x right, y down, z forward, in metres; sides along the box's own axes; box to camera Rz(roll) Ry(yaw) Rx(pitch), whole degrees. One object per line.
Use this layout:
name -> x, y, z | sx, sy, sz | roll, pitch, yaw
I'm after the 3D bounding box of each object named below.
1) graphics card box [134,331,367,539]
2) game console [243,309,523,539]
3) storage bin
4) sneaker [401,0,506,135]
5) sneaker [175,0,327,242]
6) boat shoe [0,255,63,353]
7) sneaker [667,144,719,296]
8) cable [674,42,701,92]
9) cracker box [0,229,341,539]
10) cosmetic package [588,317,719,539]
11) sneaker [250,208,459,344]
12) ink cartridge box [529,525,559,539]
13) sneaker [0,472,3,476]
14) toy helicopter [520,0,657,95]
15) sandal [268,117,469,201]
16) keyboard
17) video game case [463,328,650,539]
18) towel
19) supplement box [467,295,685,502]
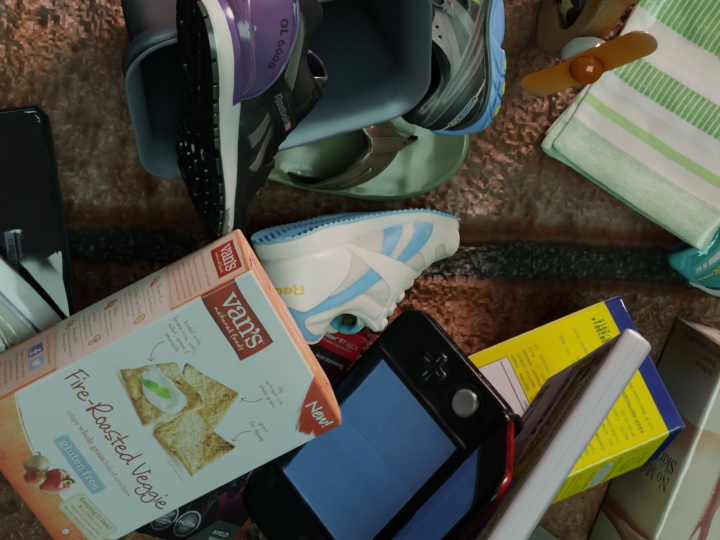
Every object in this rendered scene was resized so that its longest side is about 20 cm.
graphics card box -> -0.095, 0.100, 1.149 | 0.200, 0.051, 0.125 | -55, 140, 4
game console -> 0.003, 0.145, 1.063 | 0.200, 0.172, 0.119 | -48, 155, 15
storage bin -> -0.068, -0.162, 1.063 | 0.199, 0.135, 0.146 | -16, 145, -10
sneaker -> 0.054, -0.193, 1.111 | 0.082, 0.071, 0.201 | -6, 98, -23
sneaker -> -0.060, -0.092, 0.983 | 0.087, 0.076, 0.200 | -17, 146, -20
boat shoe -> -0.241, 0.033, 1.050 | 0.070, 0.071, 0.200 | -44, 101, -9
sneaker -> 0.285, -0.078, 1.169 | 0.079, 0.078, 0.201 | 18, 97, -10
cable -> 0.309, -0.113, 1.224 | 0.162, 0.051, 0.201 | -17, 107, -8
cracker box -> -0.129, 0.080, 1.010 | 0.199, 0.058, 0.134 | -28, 123, 3
cosmetic package -> 0.264, 0.151, 1.257 | 0.087, 0.103, 0.201 | 17, 98, -17
sneaker -> 0.000, 0.000, 1.122 | 0.200, 0.076, 0.081 | -14, 99, -50
ink cartridge box -> 0.092, 0.272, 1.189 | 0.147, 0.083, 0.200 | -60, 154, 9
sneaker -> -0.209, 0.091, 1.136 | 0.199, 0.060, 0.105 | -11, 102, -5
toy helicopter -> 0.170, -0.185, 1.088 | 0.079, 0.200, 0.133 | 19, 82, -19
sandal -> -0.018, -0.086, 1.140 | 0.200, 0.057, 0.080 | 1, 104, -15
keyboard -> -0.259, -0.005, 1.090 | 0.126, 0.021, 0.201 | -8, 89, -8
video game case -> 0.098, 0.137, 1.022 | 0.022, 0.182, 0.200 | 36, 74, 1
towel -> 0.240, -0.136, 1.161 | 0.200, 0.152, 0.023 | -56, 151, 4
supplement box -> 0.117, 0.116, 1.183 | 0.199, 0.110, 0.109 | -21, 72, -9
